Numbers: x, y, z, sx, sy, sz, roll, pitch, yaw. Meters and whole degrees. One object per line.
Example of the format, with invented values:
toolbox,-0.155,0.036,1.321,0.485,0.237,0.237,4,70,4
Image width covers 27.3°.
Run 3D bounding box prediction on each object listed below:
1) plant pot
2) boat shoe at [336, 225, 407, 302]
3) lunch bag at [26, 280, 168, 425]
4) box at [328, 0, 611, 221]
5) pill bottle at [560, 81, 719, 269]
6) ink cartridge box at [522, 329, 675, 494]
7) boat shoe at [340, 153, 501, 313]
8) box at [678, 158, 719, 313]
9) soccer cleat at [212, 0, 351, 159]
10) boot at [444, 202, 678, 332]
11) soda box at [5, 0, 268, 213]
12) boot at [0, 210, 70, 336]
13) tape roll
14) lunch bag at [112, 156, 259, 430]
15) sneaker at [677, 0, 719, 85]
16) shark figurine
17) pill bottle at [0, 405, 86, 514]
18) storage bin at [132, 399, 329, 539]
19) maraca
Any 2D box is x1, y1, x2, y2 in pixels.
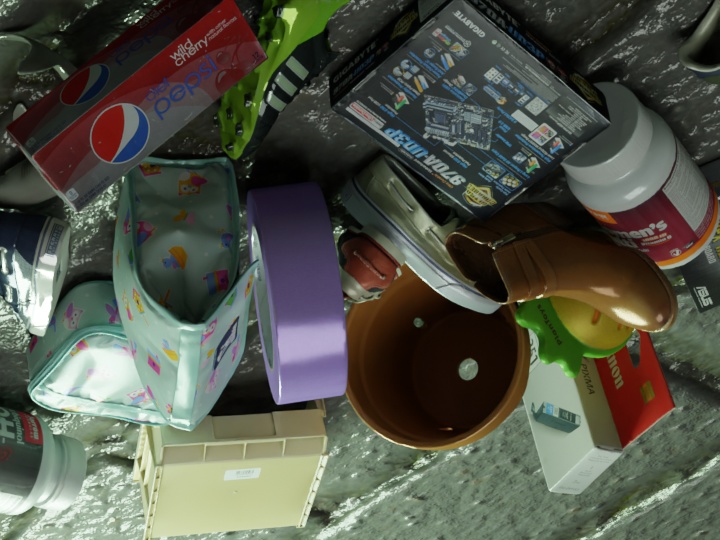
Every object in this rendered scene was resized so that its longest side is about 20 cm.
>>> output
plant pot,0.095,0.095,1.555,0.199,0.201,0.140,-25,159,16
boat shoe,0.000,0.000,1.418,0.063,0.071,0.200,-51,-177,-4
lunch bag,-0.233,0.094,1.525,0.199,0.077,0.160,17,134,-35
box,0.097,-0.148,1.301,0.199,0.046,0.159,33,125,-29
pill bottle,0.261,-0.090,1.416,0.109,0.110,0.200,-28,142,19
ink cartridge box,0.242,0.110,1.600,0.044,0.201,0.176,10,138,-28
boat shoe,0.072,-0.032,1.425,0.200,0.072,0.062,36,117,-20
box,0.405,-0.046,1.574,0.158,0.049,0.200,-22,144,12
soccer cleat,-0.065,-0.167,1.248,0.081,0.068,0.200,-7,145,-31
boot,0.184,0.009,1.383,0.154,0.200,0.074,-16,132,-49
soda box,-0.175,-0.141,1.167,0.200,0.063,0.070,-41,131,-9
boot,-0.321,-0.005,1.373,0.090,0.073,0.200,17,151,-6
tape roll,-0.060,0.021,1.380,0.065,0.201,0.201,-7,144,-8
lunch bag,-0.160,0.022,1.349,0.121,0.201,0.171,-2,142,-15
sneaker,0.356,-0.232,1.292,0.089,0.067,0.200,4,144,-31
shark figurine,-0.247,-0.108,1.247,0.127,0.090,0.215,-1,144,-19
pill bottle,-0.397,0.198,1.583,0.199,0.111,0.111,22,131,-39
storage bin,-0.151,0.217,1.706,0.198,0.094,0.199,-1,142,-16
maraca,0.221,0.030,1.509,0.107,0.138,0.200,-35,180,42
